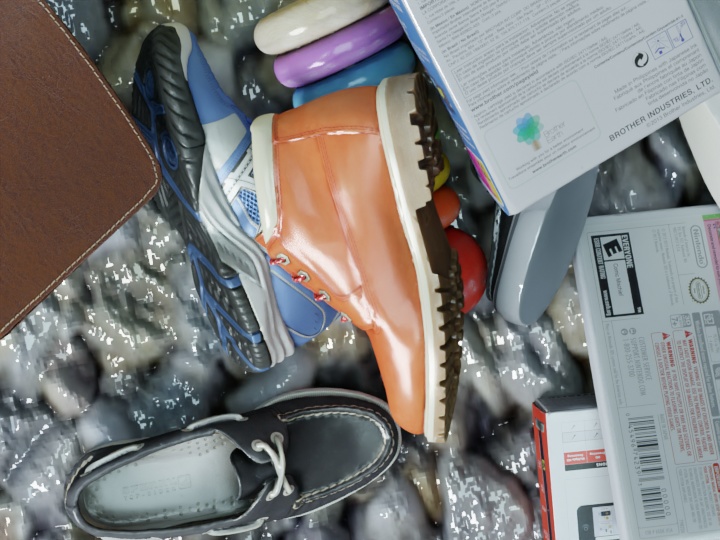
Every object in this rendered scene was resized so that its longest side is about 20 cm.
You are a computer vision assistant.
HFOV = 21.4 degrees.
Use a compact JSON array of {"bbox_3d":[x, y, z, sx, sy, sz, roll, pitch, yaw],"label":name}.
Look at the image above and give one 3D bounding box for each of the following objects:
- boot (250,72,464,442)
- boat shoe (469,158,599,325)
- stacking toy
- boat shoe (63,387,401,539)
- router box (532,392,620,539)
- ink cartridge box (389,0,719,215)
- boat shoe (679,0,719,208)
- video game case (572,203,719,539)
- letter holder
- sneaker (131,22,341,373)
[{"bbox_3d":[0.000,0.000,1.036,0.106,0.075,0.202,-9,101,11],"label":"boot"},{"bbox_3d":[0.097,-0.072,1.086,0.066,0.070,0.202,14,89,26],"label":"boat shoe"},{"bbox_3d":[0.015,-0.063,1.079,0.085,0.085,0.202,-24,100,-2],"label":"stacking toy"},{"bbox_3d":[-0.072,0.114,1.093,0.198,0.060,0.075,-7,94,-3],"label":"boat shoe"},{"bbox_3d":[0.207,0.158,1.121,0.198,0.049,0.182,-5,95,-4],"label":"router box"},{"bbox_3d":[0.084,-0.153,0.976,0.136,0.076,0.201,-30,115,-2],"label":"ink cartridge box"},{"bbox_3d":[0.216,-0.103,1.090,0.068,0.072,0.202,-23,78,-7],"label":"boat shoe"},{"bbox_3d":[0.222,0.055,1.086,0.180,0.022,0.202,-6,67,-3],"label":"video game case"},{"bbox_3d":[-0.222,-0.084,1.035,0.142,0.100,0.200,-44,107,-17],"label":"letter holder"},{"bbox_3d":[-0.071,-0.047,1.085,0.076,0.076,0.202,-23,97,-23],"label":"sneaker"}]
